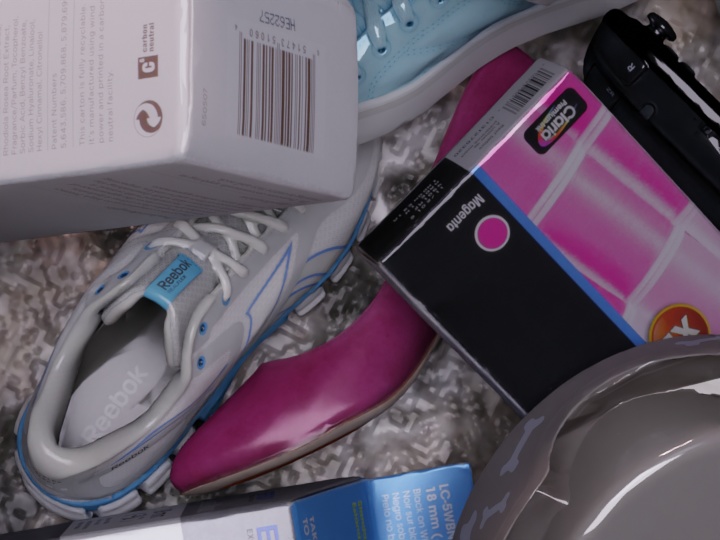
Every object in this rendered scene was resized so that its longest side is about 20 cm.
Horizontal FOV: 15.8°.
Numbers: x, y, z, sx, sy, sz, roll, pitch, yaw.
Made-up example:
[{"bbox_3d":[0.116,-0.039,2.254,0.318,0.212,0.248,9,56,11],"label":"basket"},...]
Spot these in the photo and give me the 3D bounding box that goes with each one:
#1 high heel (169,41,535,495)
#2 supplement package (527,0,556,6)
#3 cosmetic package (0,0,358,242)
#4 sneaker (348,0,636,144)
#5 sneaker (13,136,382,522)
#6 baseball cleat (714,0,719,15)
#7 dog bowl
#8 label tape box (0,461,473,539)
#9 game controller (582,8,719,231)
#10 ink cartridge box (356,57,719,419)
[{"bbox_3d":[0.000,0.000,0.947,0.200,0.067,0.096,-31,89,-18],"label":"high heel"},{"bbox_3d":[0.038,-0.211,0.834,0.155,0.111,0.201,17,78,-19],"label":"supplement package"},{"bbox_3d":[-0.108,-0.054,0.887,0.199,0.102,0.074,-4,81,32],"label":"cosmetic package"},{"bbox_3d":[0.027,-0.114,0.927,0.199,0.082,0.074,-29,57,-15],"label":"sneaker"},{"bbox_3d":[-0.055,0.003,0.935,0.075,0.087,0.200,32,81,5],"label":"sneaker"},{"bbox_3d":[0.207,-0.057,0.938,0.200,0.106,0.070,44,69,2],"label":"baseball cleat"},{"bbox_3d":[0.118,0.113,0.898,0.199,0.059,0.201,-6,109,-18],"label":"dog bowl"},{"bbox_3d":[-0.045,0.154,0.920,0.199,0.063,0.145,-10,89,-2],"label":"label tape box"},{"bbox_3d":[0.158,-0.019,0.933,0.200,0.104,0.042,45,107,4],"label":"game controller"},{"bbox_3d":[0.099,0.027,0.922,0.095,0.037,0.200,-46,111,-2],"label":"ink cartridge box"}]
